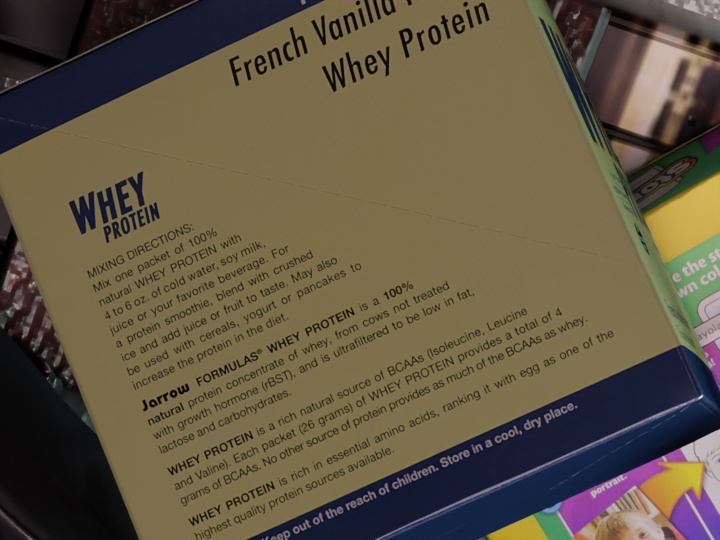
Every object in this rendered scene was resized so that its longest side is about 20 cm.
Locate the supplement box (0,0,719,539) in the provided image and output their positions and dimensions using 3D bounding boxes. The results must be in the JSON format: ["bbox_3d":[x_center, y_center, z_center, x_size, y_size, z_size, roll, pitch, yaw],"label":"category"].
[{"bbox_3d":[0.000,0.000,1.051,0.200,0.134,0.200,-25,79,7],"label":"supplement box"}]

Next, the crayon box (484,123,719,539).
[{"bbox_3d":[0.133,0.049,1.151,0.200,0.058,0.173,-29,106,8],"label":"crayon box"}]

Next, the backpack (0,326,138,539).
[{"bbox_3d":[-0.190,0.135,1.135,0.163,0.154,0.200,50,119,11],"label":"backpack"}]
